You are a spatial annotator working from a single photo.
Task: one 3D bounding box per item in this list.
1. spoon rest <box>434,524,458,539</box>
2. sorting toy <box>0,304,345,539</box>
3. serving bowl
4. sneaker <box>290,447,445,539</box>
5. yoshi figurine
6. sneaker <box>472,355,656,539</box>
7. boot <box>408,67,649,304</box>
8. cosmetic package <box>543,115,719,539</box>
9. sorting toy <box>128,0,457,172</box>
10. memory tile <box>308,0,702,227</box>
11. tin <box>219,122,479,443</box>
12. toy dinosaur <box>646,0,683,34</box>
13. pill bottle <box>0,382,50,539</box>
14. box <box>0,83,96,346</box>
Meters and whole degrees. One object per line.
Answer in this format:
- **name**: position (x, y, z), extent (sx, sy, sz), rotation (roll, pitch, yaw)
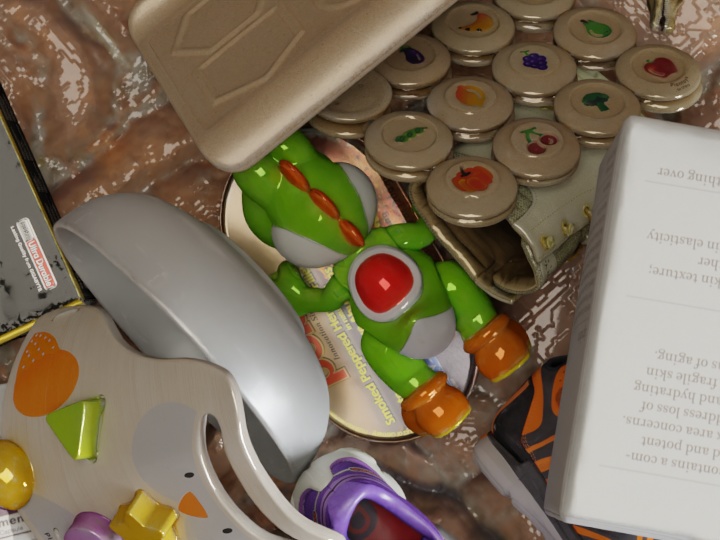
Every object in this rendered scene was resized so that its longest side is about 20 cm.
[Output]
- **spoon rest**: position (-0.004, 0.240, 1.404), extent (0.099, 0.061, 0.200), rotation (38, 91, 3)
- **sorting toy**: position (-0.097, 0.116, 1.302), extent (0.201, 0.180, 0.107), rotation (57, 49, -17)
- **serving bowl**: position (-0.084, 0.026, 1.349), extent (0.066, 0.200, 0.200), rotation (-43, 87, -11)
- **sneaker**: position (0.038, 0.187, 1.321), extent (0.081, 0.083, 0.200), rotation (-47, 107, -5)
- **yoshi figurine**: position (0.002, -0.005, 1.368), extent (0.200, 0.113, 0.112), rotation (48, 136, -10)
- **sneaker**: position (0.154, 0.118, 1.346), extent (0.200, 0.077, 0.112), rotation (44, 105, 34)
- **boot**: position (0.138, -0.028, 1.353), extent (0.200, 0.072, 0.155), rotation (36, 47, 8)
- **cosmetic package**: position (0.191, 0.041, 1.208), extent (0.166, 0.166, 0.201), rotation (10, 86, 2)
- **sorting toy**: position (-0.035, -0.152, 1.368), extent (0.185, 0.200, 0.037), rotation (-39, 126, 2)
- **memory tile**: position (0.081, -0.103, 1.348), extent (0.200, 0.017, 0.153), rotation (-31, 52, -29)
- **tin**: position (-0.006, 0.008, 1.419), extent (0.112, 0.042, 0.201), rotation (-29, 88, -1)
- **toy dinosaur**: position (0.154, -0.242, 1.413), extent (0.100, 0.058, 0.201), rotation (-1, 96, -11)
- **pill bottle**: position (-0.204, 0.168, 1.391), extent (0.112, 0.112, 0.201), rotation (-14, 88, 3)
- **box**: position (-0.271, -0.038, 1.431), extent (0.159, 0.049, 0.201), rotation (-24, 88, 5)
